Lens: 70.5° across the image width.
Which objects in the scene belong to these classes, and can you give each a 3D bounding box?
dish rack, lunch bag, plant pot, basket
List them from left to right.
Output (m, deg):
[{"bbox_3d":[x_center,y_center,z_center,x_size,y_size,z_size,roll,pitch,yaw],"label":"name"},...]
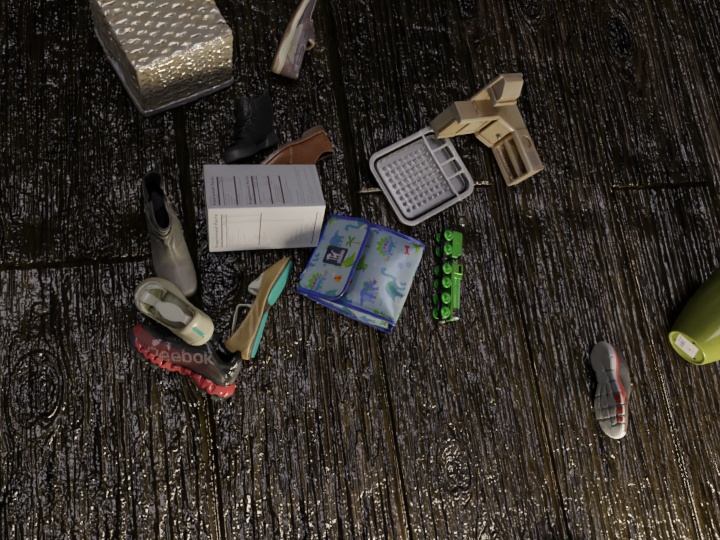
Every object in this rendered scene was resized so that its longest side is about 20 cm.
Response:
[{"bbox_3d":[-0.359,-0.425,0.923,0.199,0.161,0.199,-30,88,-19],"label":"basket"},{"bbox_3d":[0.000,0.000,0.961,0.199,0.128,0.171,22,74,6],"label":"lunch bag"},{"bbox_3d":[0.125,-0.197,1.078,0.199,0.044,0.172,-30,88,-21],"label":"dish rack"},{"bbox_3d":[0.814,0.119,1.159,0.199,0.187,0.188,-34,89,-6],"label":"plant pot"}]

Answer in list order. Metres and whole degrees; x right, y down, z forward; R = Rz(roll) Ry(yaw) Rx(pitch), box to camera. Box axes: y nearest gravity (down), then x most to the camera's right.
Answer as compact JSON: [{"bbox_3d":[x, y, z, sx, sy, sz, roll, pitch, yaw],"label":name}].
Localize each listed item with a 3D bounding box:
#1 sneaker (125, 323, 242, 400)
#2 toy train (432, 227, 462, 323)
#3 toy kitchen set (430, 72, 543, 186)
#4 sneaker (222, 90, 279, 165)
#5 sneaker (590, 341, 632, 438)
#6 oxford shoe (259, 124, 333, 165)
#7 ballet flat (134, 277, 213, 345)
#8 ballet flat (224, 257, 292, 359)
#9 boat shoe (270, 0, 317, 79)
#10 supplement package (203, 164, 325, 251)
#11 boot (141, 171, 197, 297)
[{"bbox_3d":[-0.286,0.131,0.854,0.199,0.071,0.098,31,99,-10],"label":"sneaker"},{"bbox_3d":[0.183,0.011,1.052,0.056,0.042,0.202,11,75,-25],"label":"toy train"},{"bbox_3d":[0.293,-0.283,1.058,0.199,0.163,0.182,-17,83,-35],"label":"toy kitchen set"},{"bbox_3d":[-0.212,-0.271,0.949,0.105,0.060,0.200,67,28,-18],"label":"sneaker"},{"bbox_3d":[0.555,0.254,1.091,0.081,0.077,0.202,6,77,-22],"label":"sneaker"},{"bbox_3d":[-0.132,-0.208,0.991,0.200,0.071,0.072,-37,95,-22],"label":"oxford shoe"},{"bbox_3d":[-0.317,0.055,0.823,0.199,0.070,0.070,24,68,29],"label":"ballet flat"},{"bbox_3d":[-0.186,0.058,0.917,0.063,0.069,0.201,20,71,3],"label":"ballet flat"},{"bbox_3d":[-0.126,-0.482,1.057,0.064,0.072,0.201,26,69,-22],"label":"boat shoe"},{"bbox_3d":[-0.175,-0.114,0.916,0.198,0.114,0.110,-3,53,-18],"label":"supplement package"},{"bbox_3d":[-0.331,-0.055,0.862,0.067,0.131,0.202,-17,83,-19],"label":"boot"}]
